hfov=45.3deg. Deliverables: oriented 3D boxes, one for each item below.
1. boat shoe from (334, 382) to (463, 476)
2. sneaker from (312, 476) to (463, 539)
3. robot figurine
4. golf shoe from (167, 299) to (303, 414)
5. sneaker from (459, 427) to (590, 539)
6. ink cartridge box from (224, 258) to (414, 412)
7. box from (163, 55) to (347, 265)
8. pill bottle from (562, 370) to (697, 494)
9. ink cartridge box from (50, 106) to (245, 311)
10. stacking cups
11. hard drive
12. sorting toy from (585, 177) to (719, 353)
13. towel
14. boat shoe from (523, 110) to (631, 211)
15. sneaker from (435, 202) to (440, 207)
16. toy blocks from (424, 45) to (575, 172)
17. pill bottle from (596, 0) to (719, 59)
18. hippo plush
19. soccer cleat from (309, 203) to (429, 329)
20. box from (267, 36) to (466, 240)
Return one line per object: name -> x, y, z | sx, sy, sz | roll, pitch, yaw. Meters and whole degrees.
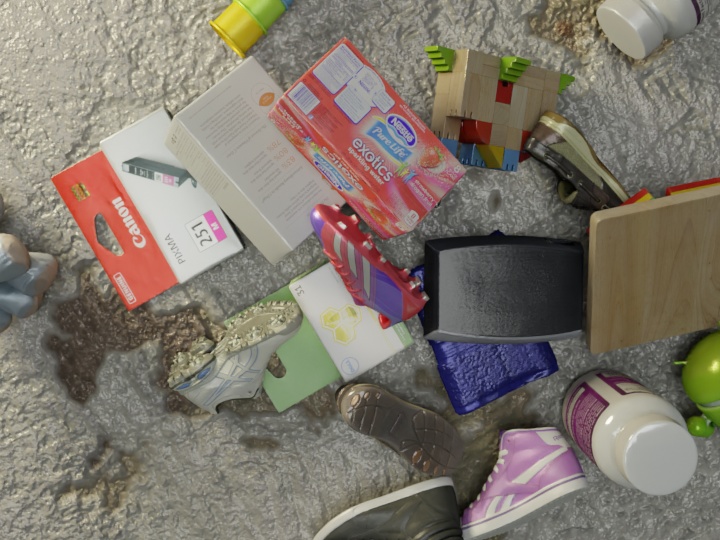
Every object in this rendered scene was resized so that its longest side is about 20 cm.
boat shoe -> 0.050, 0.193, 1.095 | 0.200, 0.073, 0.075 | 38, 85, -26
sneaker -> 0.039, 0.342, 1.089 | 0.199, 0.071, 0.099 | -22, 58, 1
robot figurine -> 0.491, 0.155, 1.083 | 0.200, 0.116, 0.176 | 42, 105, -5
golf shoe -> -0.139, 0.110, 1.073 | 0.199, 0.078, 0.097 | -29, 117, 21
sneaker -> 0.186, 0.272, 1.118 | 0.200, 0.073, 0.115 | -33, 63, 17
ink cartridge box -> -0.053, 0.077, 1.090 | 0.199, 0.048, 0.146 | -31, 97, -1
box -> -0.115, -0.126, 1.019 | 0.124, 0.097, 0.200 | -43, 97, -22
pill bottle -> 0.321, 0.193, 1.030 | 0.112, 0.200, 0.113 | 0, 96, -2
ink cartridge box -> -0.265, -0.072, 1.067 | 0.173, 0.044, 0.201 | -29, 97, 0
stacking cups -> -0.095, -0.350, 1.038 | 0.060, 0.061, 0.200 | 42, 90, -6
hard drive -> 0.178, 0.025, 1.053 | 0.199, 0.042, 0.136 | 0, 93, -8
sorting toy -> 0.364, -0.014, 1.052 | 0.198, 0.070, 0.201 | -12, 126, -5
towel -> 0.151, 0.066, 1.098 | 0.147, 0.050, 0.201 | -23, 96, -7
boat shoe -> 0.268, -0.108, 1.053 | 0.065, 0.073, 0.200 | -45, 114, 4
sneaker -> 0.038, -0.160, 1.056 | 0.113, 0.075, 0.201 | -13, 97, -6
toy blocks -> 0.160, -0.180, 1.031 | 0.199, 0.100, 0.137 | 3, 97, -34
pill bottle -> 0.383, -0.350, 1.026 | 0.200, 0.112, 0.112 | -42, 96, 3
hippo plush -> -0.481, -0.016, 1.037 | 0.199, 0.159, 0.161 | -25, 66, -14
soccer cleat -> 0.000, 0.000, 1.000 | 0.076, 0.067, 0.200 | -39, 128, 14
box -> 0.006, -0.142, 0.959 | 0.200, 0.095, 0.103 | 45, 75, -9
